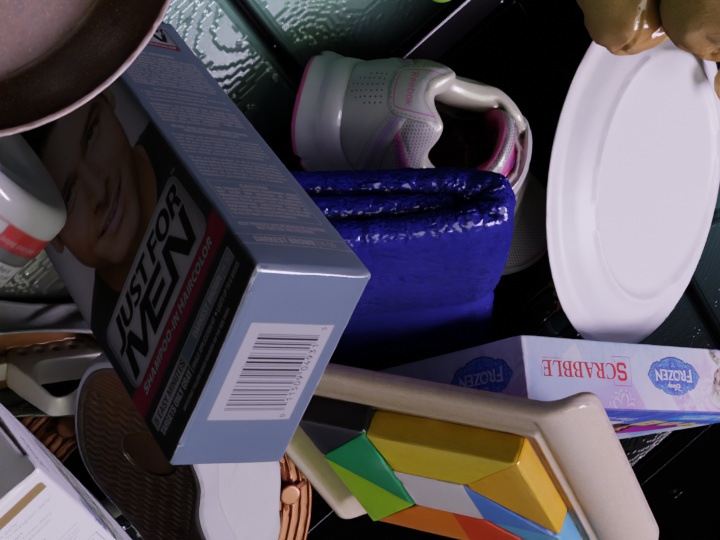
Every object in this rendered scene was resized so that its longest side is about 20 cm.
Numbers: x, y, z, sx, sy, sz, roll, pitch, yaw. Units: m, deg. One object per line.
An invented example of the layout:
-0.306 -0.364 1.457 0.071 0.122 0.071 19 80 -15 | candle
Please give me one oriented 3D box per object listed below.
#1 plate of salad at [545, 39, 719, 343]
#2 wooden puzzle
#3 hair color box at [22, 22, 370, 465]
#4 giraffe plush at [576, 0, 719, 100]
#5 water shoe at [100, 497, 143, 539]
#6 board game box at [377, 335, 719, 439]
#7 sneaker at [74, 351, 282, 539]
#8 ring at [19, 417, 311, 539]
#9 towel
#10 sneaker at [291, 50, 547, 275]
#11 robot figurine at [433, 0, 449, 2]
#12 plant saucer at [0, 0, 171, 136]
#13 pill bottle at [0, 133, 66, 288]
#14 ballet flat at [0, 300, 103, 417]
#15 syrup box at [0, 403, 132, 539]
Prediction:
0.153 -0.056 0.886 0.199 0.048 0.203 -16 111 -48 | plate of salad
0.048 0.110 0.840 0.185 0.198 0.038 58 43 -50 | wooden puzzle
-0.083 -0.020 0.673 0.060 0.200 0.100 4 124 -38 | hair color box
0.224 -0.146 0.809 0.201 0.171 0.163 -57 132 -27 | giraffe plush
-0.090 0.186 0.942 0.199 0.079 0.072 19 114 -44 | water shoe
0.098 0.079 0.925 0.198 0.042 0.199 6 165 -38 | board game box
-0.088 0.093 0.806 0.201 0.072 0.085 75 32 -45 | sneaker
-0.117 0.144 0.871 0.198 0.019 0.203 -6 106 -23 | ring
0.000 0.000 0.795 0.146 0.050 0.200 -7 159 -3 | towel
0.054 -0.049 0.813 0.199 0.087 0.082 28 71 -47 | sneaker
0.047 -0.221 0.656 0.174 0.116 0.201 10 119 -32 | robot figurine
-0.156 -0.151 0.578 0.198 0.034 0.203 -5 100 -33 | plant saucer
-0.231 0.005 0.652 0.200 0.114 0.114 -43 139 3 | pill bottle
-0.179 0.049 0.768 0.198 0.064 0.068 -4 124 -34 | ballet flat
-0.164 0.130 0.736 0.081 0.079 0.200 -43 151 -10 | syrup box
